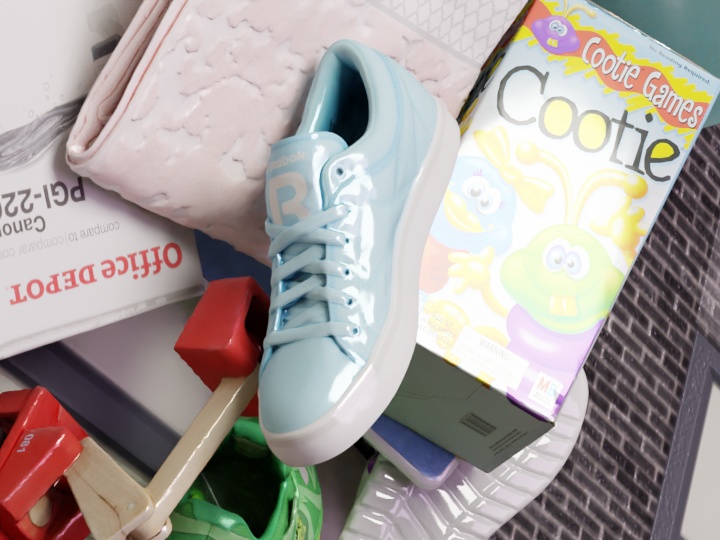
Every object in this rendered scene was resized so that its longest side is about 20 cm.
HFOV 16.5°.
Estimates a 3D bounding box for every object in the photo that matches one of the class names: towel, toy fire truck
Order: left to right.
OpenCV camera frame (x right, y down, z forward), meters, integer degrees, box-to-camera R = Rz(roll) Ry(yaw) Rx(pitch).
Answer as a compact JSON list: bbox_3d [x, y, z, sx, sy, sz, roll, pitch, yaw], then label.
[{"bbox_3d":[-0.117,0.097,1.070,0.049,0.141,0.200,52,47,-33],"label":"toy fire truck"},{"bbox_3d":[-0.019,-0.095,1.117,0.200,0.032,0.191,27,96,-50],"label":"towel"}]

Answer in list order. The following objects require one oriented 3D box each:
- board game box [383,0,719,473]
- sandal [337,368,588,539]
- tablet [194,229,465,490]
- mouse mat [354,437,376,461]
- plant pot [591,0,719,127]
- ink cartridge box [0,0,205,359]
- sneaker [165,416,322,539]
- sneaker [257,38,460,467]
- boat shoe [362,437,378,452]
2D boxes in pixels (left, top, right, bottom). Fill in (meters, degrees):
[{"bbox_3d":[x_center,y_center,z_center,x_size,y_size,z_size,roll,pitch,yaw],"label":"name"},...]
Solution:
[{"bbox_3d":[0.076,-0.021,1.202,0.103,0.105,0.200,31,67,-5],"label":"board game box"},{"bbox_3d":[0.036,0.112,1.250,0.082,0.050,0.203,41,71,-4],"label":"sandal"},{"bbox_3d":[0.000,0.000,1.237,0.200,0.014,0.130,42,67,0],"label":"tablet"},{"bbox_3d":[0.006,-0.012,1.354,0.161,0.008,0.200,49,50,-35],"label":"mouse mat"},{"bbox_3d":[0.166,-0.202,1.399,0.201,0.201,0.161,-62,147,-37],"label":"plant pot"},{"bbox_3d":[-0.159,-0.066,1.092,0.146,0.085,0.200,-18,101,-51],"label":"ink cartridge box"},{"bbox_3d":[-0.050,0.105,1.155,0.200,0.074,0.084,-67,178,-71],"label":"sneaker"},{"bbox_3d":[-0.019,-0.013,1.055,0.082,0.074,0.200,43,44,-33],"label":"sneaker"},{"bbox_3d":[0.035,0.069,1.304,0.071,0.070,0.201,16,102,-20],"label":"boat shoe"}]
